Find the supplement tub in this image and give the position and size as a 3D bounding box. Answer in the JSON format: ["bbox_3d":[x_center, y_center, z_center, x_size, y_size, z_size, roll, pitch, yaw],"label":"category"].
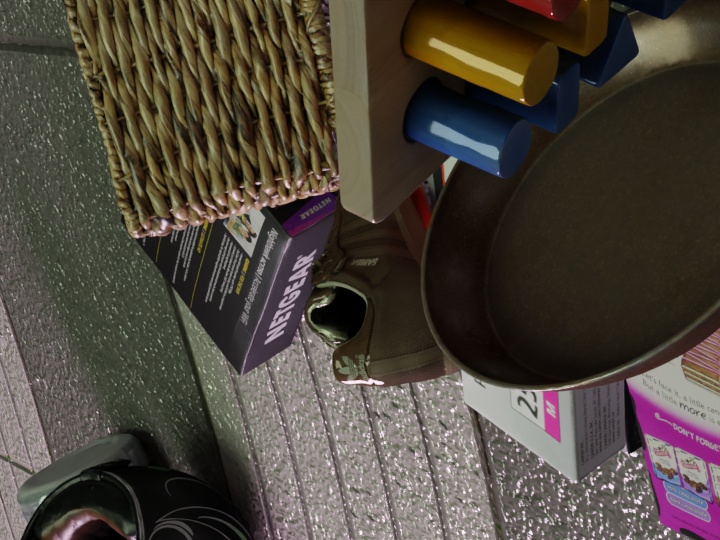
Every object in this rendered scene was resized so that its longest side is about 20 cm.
[{"bbox_3d":[-0.210,0.257,1.778,0.122,0.122,0.201,-11,107,63],"label":"supplement tub"}]

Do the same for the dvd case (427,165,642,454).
[{"bbox_3d":[0.091,-0.015,1.068,0.150,0.025,0.201,32,143,44],"label":"dvd case"}]

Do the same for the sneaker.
[{"bbox_3d":[0.000,0.000,1.097,0.200,0.075,0.071,-121,19,-64],"label":"sneaker"}]

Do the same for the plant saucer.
[{"bbox_3d":[0.114,-0.028,0.854,0.034,0.201,0.200,41,167,-34],"label":"plant saucer"}]

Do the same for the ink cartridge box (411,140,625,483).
[{"bbox_3d":[0.064,-0.012,1.045,0.173,0.043,0.201,34,143,40],"label":"ink cartridge box"}]

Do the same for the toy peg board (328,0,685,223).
[{"bbox_3d":[0.084,-0.134,0.784,0.097,0.200,0.200,25,140,28],"label":"toy peg board"}]

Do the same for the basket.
[{"bbox_3d":[-0.079,-0.134,1.177,0.143,0.148,0.202,-39,-67,-79],"label":"basket"}]

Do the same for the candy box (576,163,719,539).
[{"bbox_3d":[0.182,0.041,0.917,0.136,0.061,0.202,22,135,53],"label":"candy box"}]

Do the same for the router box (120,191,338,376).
[{"bbox_3d":[-0.091,-0.038,1.342,0.150,0.051,0.200,51,153,15],"label":"router box"}]

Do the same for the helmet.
[{"bbox_3d":[-0.169,0.263,1.629,0.200,0.201,0.190,33,-179,43],"label":"helmet"}]
